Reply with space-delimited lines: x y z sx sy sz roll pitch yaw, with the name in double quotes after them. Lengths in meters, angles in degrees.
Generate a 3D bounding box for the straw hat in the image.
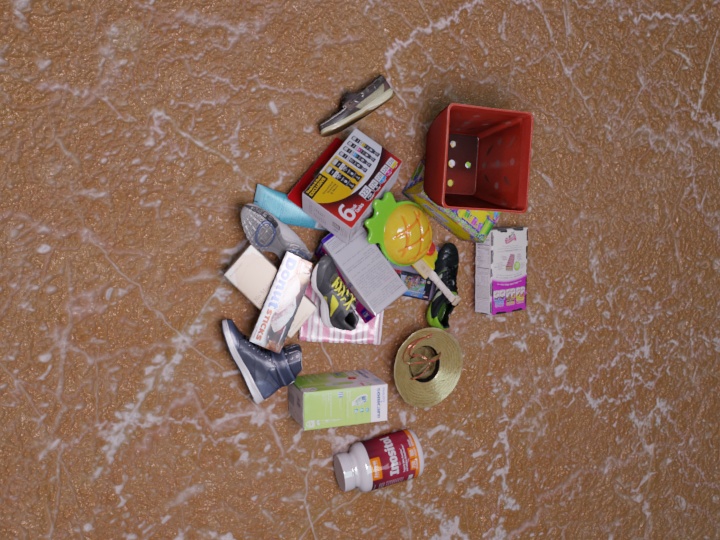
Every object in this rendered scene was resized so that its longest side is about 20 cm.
0.143 0.214 1.713 0.196 0.085 0.207 -8 108 -25 "straw hat"

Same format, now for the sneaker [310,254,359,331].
-0.047 0.049 1.549 0.075 0.083 0.203 -53 145 -35 "sneaker"

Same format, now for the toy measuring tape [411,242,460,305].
0.167 -0.010 1.653 0.073 0.074 0.200 -41 78 -10 "toy measuring tape"

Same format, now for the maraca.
0.083 -0.087 1.555 0.198 0.106 0.140 28 80 -43 "maraca"

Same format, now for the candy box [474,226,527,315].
0.343 -0.002 1.759 0.134 0.060 0.206 -5 99 -38 "candy box"

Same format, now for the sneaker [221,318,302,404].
-0.209 0.171 1.575 0.144 0.077 0.206 -27 109 -5 "sneaker"

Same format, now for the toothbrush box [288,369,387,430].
-0.053 0.287 1.619 0.195 0.145 0.089 -1 96 -19 "toothbrush box"

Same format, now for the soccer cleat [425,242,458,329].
0.205 0.039 1.689 0.066 0.081 0.206 9 93 -28 "soccer cleat"

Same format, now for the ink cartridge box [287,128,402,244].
-0.036 -0.193 1.548 0.174 0.084 0.201 34 68 7 "ink cartridge box"

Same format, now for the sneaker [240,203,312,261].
-0.187 -0.077 1.545 0.074 0.088 0.200 -39 127 9 "sneaker"

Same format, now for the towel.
-0.040 0.094 1.647 0.194 0.030 0.151 4 95 -10 "towel"

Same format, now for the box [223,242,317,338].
-0.196 0.041 1.559 0.200 0.078 0.095 43 88 -12 "box"

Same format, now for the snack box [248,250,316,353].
-0.164 0.066 1.515 0.071 0.024 0.204 23 91 -13 "snack box"

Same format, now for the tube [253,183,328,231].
-0.141 -0.129 1.594 0.195 0.050 0.080 12 94 -16 "tube"

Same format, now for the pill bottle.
0.042 0.449 1.689 0.195 0.113 0.116 -11 100 -19 "pill bottle"

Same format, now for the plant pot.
0.229 -0.228 1.520 0.195 0.176 0.206 2 94 -19 "plant pot"

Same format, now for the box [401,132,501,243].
0.238 -0.203 1.682 0.198 0.122 0.195 35 84 -19 "box"

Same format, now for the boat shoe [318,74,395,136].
-0.016 -0.366 1.604 0.198 0.073 0.066 -33 95 -17 "boat shoe"

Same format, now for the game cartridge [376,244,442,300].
0.117 -0.004 1.709 0.195 0.038 0.133 11 88 -21 "game cartridge"

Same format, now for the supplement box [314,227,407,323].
0.000 0.000 1.591 0.103 0.101 0.201 -37 86 -19 "supplement box"
